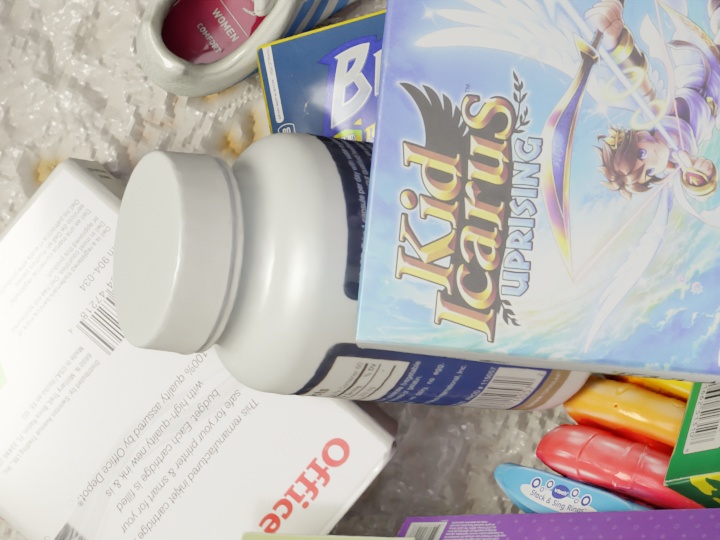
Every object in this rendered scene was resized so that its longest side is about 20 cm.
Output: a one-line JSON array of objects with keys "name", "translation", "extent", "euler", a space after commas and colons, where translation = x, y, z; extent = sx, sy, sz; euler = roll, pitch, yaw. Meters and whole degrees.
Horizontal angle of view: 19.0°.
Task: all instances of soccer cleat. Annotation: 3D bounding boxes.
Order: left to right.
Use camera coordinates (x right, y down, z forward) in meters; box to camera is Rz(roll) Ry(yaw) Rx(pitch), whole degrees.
[{"name": "soccer cleat", "translation": [-0.020, -0.150, 0.992], "extent": [0.200, 0.086, 0.070], "euler": [-41, 89, 2]}]

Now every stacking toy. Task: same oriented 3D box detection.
[{"name": "stacking toy", "translation": [0.154, 0.036, 0.973], "extent": [0.110, 0.116, 0.201], "euler": [27, 82, -40]}]

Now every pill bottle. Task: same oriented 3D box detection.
[{"name": "pill bottle", "translation": [0.000, 0.000, 0.927], "extent": [0.199, 0.111, 0.112], "euler": [6, 92, -25]}]

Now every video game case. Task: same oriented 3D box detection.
[{"name": "video game case", "translation": [0.096, -0.061, 0.842], "extent": [0.180, 0.045, 0.201], "euler": [5, 87, 5]}]

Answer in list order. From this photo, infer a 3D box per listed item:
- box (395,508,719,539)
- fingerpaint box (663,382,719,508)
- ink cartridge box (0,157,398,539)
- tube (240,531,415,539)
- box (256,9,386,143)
[{"name": "box", "translation": [0.121, 0.160, 0.928], "extent": [0.137, 0.199, 0.039], "euler": [49, 53, -28]}, {"name": "fingerpaint box", "translation": [0.239, 0.032, 0.932], "extent": [0.166, 0.073, 0.201], "euler": [29, 67, -21]}, {"name": "ink cartridge box", "translation": [-0.101, 0.067, 1.001], "extent": [0.200, 0.084, 0.146], "euler": [41, 93, 1]}, {"name": "tube", "translation": [-0.032, 0.196, 0.971], "extent": [0.052, 0.058, 0.201], "euler": [31, 125, 27]}, {"name": "box", "translation": [0.059, -0.091, 0.970], "extent": [0.199, 0.070, 0.065], "euler": [-15, 79, 18]}]
